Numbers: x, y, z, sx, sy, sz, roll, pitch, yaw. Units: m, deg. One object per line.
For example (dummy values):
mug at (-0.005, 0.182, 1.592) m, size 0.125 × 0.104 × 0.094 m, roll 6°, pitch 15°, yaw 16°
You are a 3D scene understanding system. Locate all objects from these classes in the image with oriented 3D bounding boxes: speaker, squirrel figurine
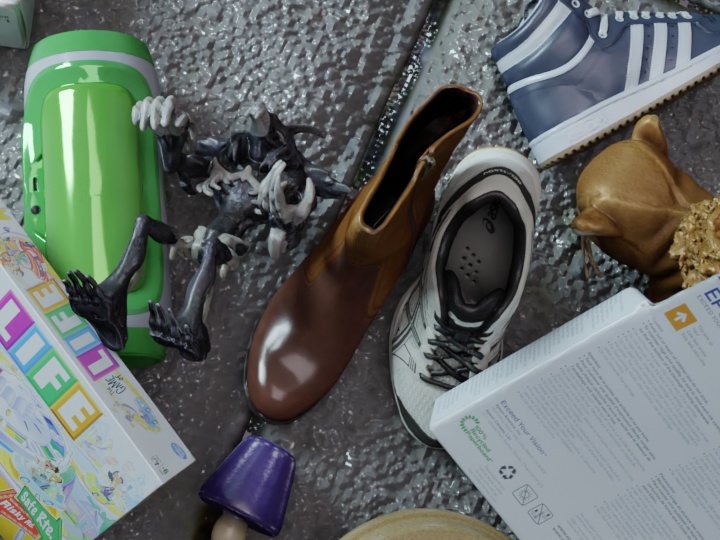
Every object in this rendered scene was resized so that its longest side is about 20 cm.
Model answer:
speaker at (-0.163, -0.041, 0.841) m, size 0.088 × 0.088 × 0.201 m, roll -3°, pitch 79°, yaw -10°
squirrel figurine at (0.226, -0.012, 0.842) m, size 0.187 × 0.200 × 0.142 m, roll 42°, pitch 79°, yaw -8°

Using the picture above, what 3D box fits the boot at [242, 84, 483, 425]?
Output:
boot at (0.000, 0.000, 0.799) m, size 0.068 × 0.200 × 0.188 m, roll 40°, pitch 75°, yaw 0°

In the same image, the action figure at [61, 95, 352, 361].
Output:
action figure at (-0.079, -0.042, 0.785) m, size 0.118 × 0.102 × 0.200 m, roll 20°, pitch 53°, yaw 13°

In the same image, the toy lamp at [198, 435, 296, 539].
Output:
toy lamp at (-0.098, 0.194, 0.814) m, size 0.058 × 0.058 × 0.200 m, roll 27°, pitch 72°, yaw -3°

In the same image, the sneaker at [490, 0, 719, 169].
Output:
sneaker at (0.184, -0.161, 0.932) m, size 0.200 × 0.070 × 0.109 m, roll -29°, pitch 86°, yaw -11°

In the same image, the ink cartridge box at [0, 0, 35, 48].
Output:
ink cartridge box at (-0.273, -0.253, 0.865) m, size 0.145 × 0.084 × 0.201 m, roll 7°, pitch 78°, yaw -8°

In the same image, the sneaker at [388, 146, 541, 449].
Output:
sneaker at (0.057, 0.026, 0.828) m, size 0.075 × 0.088 × 0.201 m, roll 12°, pitch 109°, yaw 4°

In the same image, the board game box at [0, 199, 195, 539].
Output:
board game box at (-0.202, 0.068, 0.793) m, size 0.200 × 0.134 × 0.034 m, roll 52°, pitch 33°, yaw 4°

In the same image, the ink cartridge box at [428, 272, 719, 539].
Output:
ink cartridge box at (0.176, 0.110, 0.804) m, size 0.200 × 0.041 × 0.200 m, roll -30°, pitch 109°, yaw 23°

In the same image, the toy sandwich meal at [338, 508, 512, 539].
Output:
toy sandwich meal at (0.030, 0.242, 0.828) m, size 0.204 × 0.070 × 0.206 m, roll 4°, pitch 74°, yaw -15°
